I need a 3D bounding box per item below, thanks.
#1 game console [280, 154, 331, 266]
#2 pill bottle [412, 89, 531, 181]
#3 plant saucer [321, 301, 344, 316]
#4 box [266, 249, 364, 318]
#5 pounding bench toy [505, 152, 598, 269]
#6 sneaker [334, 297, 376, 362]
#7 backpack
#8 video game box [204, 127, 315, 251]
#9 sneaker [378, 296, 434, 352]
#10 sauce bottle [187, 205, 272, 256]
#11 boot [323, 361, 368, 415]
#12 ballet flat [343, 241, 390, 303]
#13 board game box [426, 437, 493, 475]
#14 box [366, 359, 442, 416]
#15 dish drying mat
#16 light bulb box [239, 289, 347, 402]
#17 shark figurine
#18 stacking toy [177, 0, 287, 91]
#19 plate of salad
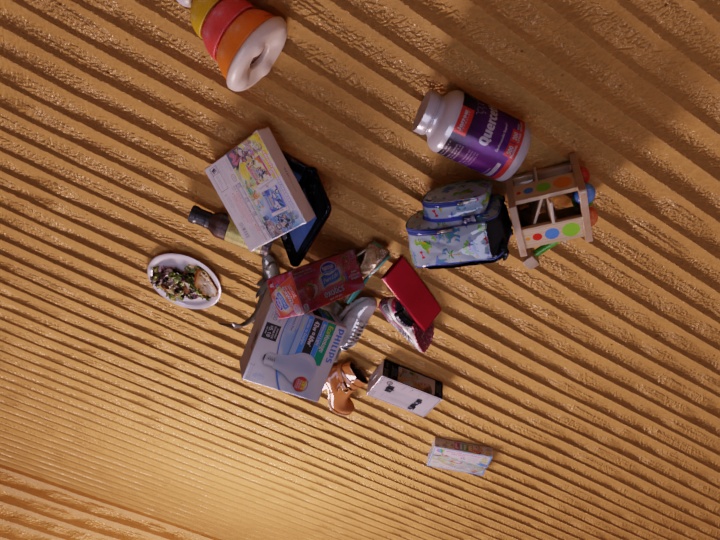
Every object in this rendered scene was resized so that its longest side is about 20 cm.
[{"bbox_3d":[-0.170,-0.129,1.162,0.117,0.174,0.201,-2,145,-35],"label":"game console"},{"bbox_3d":[0.198,-0.248,0.983,0.197,0.114,0.113,21,134,-10],"label":"pill bottle"},{"bbox_3d":[-0.135,0.135,1.451,0.196,0.051,0.202,5,133,5],"label":"plant saucer"},{"bbox_3d":[-0.097,0.029,1.219,0.099,0.198,0.097,-15,95,46],"label":"box"},{"bbox_3d":[0.385,-0.102,1.078,0.153,0.126,0.202,-11,130,20],"label":"pounding bench toy"},{"bbox_3d":[-0.021,0.148,1.393,0.076,0.081,0.200,19,123,-42],"label":"sneaker"},{"bbox_3d":[0.190,-0.095,1.090,0.197,0.183,0.149,-11,108,24],"label":"backpack"},{"bbox_3d":[-0.209,-0.162,1.124,0.180,0.047,0.202,-20,103,39],"label":"video game box"},{"bbox_3d":[0.123,0.132,1.392,0.074,0.081,0.201,3,140,47],"label":"sneaker"},{"bbox_3d":[-0.296,-0.095,1.253,0.197,0.065,0.065,22,133,-12],"label":"sauce bottle"},{"bbox_3d":[-0.037,0.351,1.632,0.154,0.077,0.201,-25,117,25],"label":"boot"},{"bbox_3d":[0.000,0.000,1.301,0.065,0.070,0.200,43,128,5],"label":"ballet flat"},{"bbox_3d":[0.334,0.631,1.845,0.196,0.035,0.136,10,134,1],"label":"board game box"},{"bbox_3d":[0.129,0.346,1.595,0.197,0.061,0.117,23,133,-11],"label":"box"},{"bbox_3d":[0.127,0.058,1.324,0.018,0.077,0.201,18,153,54],"label":"dish drying mat"},{"bbox_3d":[-0.164,0.180,1.312,0.197,0.125,0.201,20,96,-19],"label":"light bulb box"},{"bbox_3d":[-0.256,0.063,1.371,0.089,0.217,0.127,29,180,43],"label":"shark figurine"},{"bbox_3d":[-0.234,-0.421,0.918,0.200,0.146,0.146,43,129,-3],"label":"stacking toy"},{"bbox_3d":[-0.463,0.038,1.422,0.196,0.049,0.202,5,134,5],"label":"plate of salad"}]
